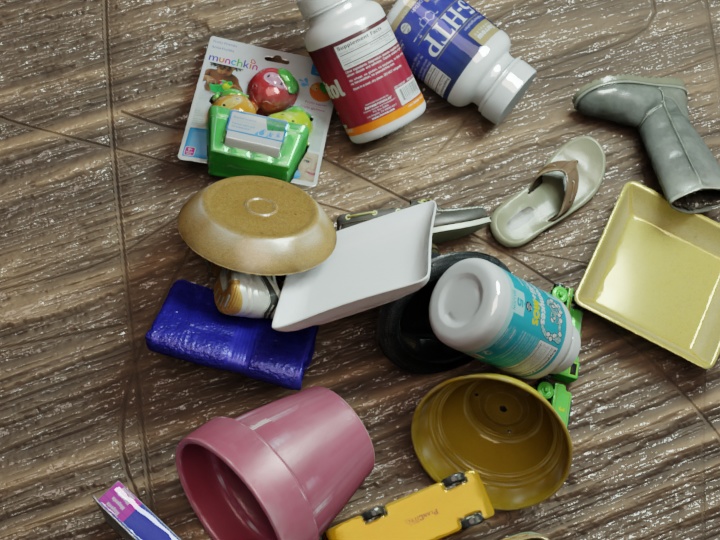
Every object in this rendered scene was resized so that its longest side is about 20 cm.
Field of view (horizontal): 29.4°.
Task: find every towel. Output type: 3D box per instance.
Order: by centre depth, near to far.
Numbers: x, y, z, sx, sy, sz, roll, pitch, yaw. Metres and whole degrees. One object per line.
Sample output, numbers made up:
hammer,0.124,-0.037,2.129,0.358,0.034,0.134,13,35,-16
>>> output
towel,-0.153,0.074,1.682,0.199,0.148,0.050,14,114,-1

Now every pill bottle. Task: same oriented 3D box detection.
pill bottle,0.183,0.066,1.661,0.200,0.111,0.111,25,64,-43
pill bottle,-0.003,-0.277,1.788,0.113,0.113,0.201,-29,104,-15
pill bottle,0.132,-0.292,1.842,0.200,0.120,0.120,38,72,6

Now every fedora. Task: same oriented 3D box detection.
fedora,0.095,0.035,1.726,0.200,0.201,0.092,-25,43,-14

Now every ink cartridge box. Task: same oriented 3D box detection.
ink cartridge box,-0.214,0.323,1.555,0.196,0.200,0.043,42,72,7

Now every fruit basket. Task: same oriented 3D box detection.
fruit basket,-0.129,-0.213,1.801,0.184,0.094,0.201,13,67,-2

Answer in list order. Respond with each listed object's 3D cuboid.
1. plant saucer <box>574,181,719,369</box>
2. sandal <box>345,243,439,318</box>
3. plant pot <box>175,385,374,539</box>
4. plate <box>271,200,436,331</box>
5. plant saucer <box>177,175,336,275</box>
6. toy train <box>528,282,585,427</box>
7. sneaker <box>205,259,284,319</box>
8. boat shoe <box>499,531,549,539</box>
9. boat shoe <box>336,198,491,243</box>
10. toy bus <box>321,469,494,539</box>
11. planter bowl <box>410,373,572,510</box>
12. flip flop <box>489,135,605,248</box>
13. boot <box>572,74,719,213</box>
plant saucer,0.399,0.011,1.807,0.199,0.048,0.200,27,67,3
sandal,0.005,0.004,1.753,0.199,0.082,0.055,-27,57,-10
plant pot,-0.089,0.236,1.615,0.179,0.200,0.200,-33,78,-32
plate,0.000,0.000,1.648,0.199,0.200,0.032,-19,116,16
plant saucer,-0.125,-0.065,1.691,0.199,0.036,0.201,8,34,-5
toy train,0.255,0.113,1.765,0.056,0.042,0.201,16,70,-12
sneaker,-0.141,-0.008,1.726,0.087,0.076,0.200,14,38,-23
boat shoe,0.143,0.366,1.652,0.199,0.066,0.074,-26,76,-14
boat shoe,0.069,-0.063,1.783,0.200,0.072,0.061,-12,77,-8
toy bus,0.057,0.308,1.655,0.199,0.078,0.065,-21,75,-13
planter bowl,0.168,0.190,1.682,0.200,0.201,0.084,28,35,3
flip flop,0.254,-0.106,1.827,0.200,0.058,0.081,-37,79,-16
boot,0.391,-0.167,1.840,0.181,0.073,0.201,-5,64,-9
